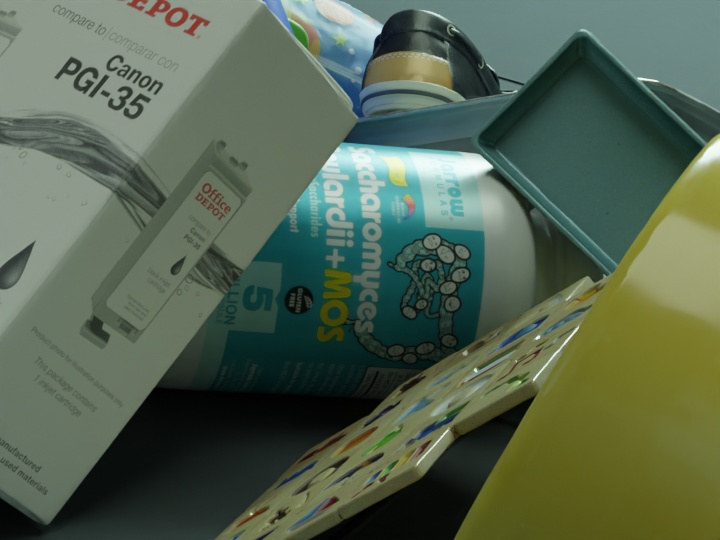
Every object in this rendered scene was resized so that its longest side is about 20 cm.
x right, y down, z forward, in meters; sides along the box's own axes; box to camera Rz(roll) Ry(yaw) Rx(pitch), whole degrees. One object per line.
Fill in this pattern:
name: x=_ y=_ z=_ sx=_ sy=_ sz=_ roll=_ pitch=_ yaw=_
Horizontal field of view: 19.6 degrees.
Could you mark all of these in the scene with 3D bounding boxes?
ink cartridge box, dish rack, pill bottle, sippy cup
ink cartridge box: x=-0.121 y=-0.027 z=0.801 sx=0.147 sy=0.200 sz=0.083 roll=28 pitch=-13 yaw=40
dish rack: x=0.095 y=-0.039 z=1.003 sx=0.200 sy=0.044 sz=0.172 roll=-5 pitch=-16 yaw=40
pill bottle: x=0.000 y=0.000 z=0.903 sx=0.200 sy=0.111 sz=0.111 roll=3 pitch=22 yaw=-15
sippy cup: x=-0.052 y=-0.105 z=1.135 sx=0.130 sy=0.140 sz=0.178 roll=21 pitch=31 yaw=-1

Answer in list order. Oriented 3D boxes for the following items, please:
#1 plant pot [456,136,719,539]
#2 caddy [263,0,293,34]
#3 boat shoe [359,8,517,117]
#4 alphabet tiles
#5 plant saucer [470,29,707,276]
plant pot: x=0.141 y=0.090 z=0.637 sx=0.189 sy=0.201 sz=0.201 roll=32 pitch=26 yaw=11
caddy: x=-0.109 y=-0.068 z=0.970 sx=0.200 sy=0.105 sz=0.141 roll=-16 pitch=-12 yaw=11
boat shoe: x=0.047 y=-0.078 z=1.081 sx=0.075 sy=0.062 sz=0.200 roll=0 pitch=-16 yaw=16
alphabet tiles: x=0.018 y=0.056 z=0.755 sx=0.006 sy=0.166 sz=0.200 roll=56 pitch=28 yaw=-3
plant saucer: x=0.140 y=-0.009 z=0.870 sx=0.200 sy=0.070 sz=0.019 roll=45 pitch=0 yaw=13
